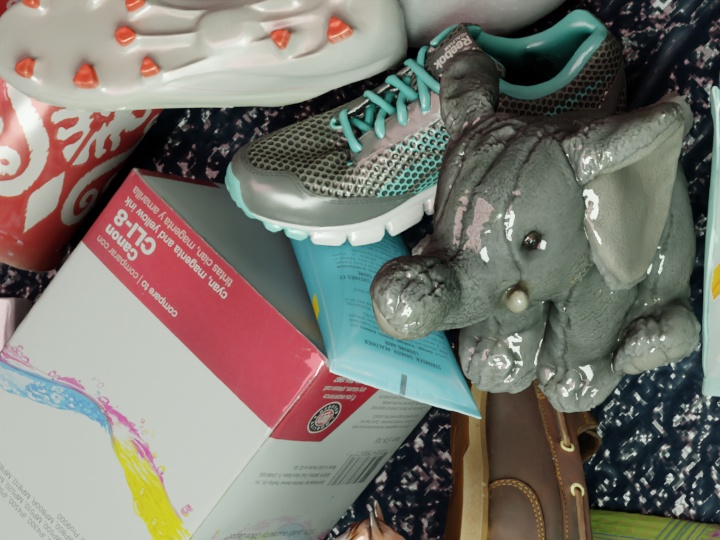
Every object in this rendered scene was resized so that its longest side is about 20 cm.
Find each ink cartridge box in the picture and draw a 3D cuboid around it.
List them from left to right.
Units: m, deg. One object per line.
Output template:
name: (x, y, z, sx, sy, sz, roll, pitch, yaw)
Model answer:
ink cartridge box: (-0.087, 0.076, 1.408, 0.145, 0.145, 0.200, 43, 105, 22)

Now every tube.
tube: (0.000, 0.000, 1.361, 0.200, 0.077, 0.050, -112, 41, -55)

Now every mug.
mug: (-0.160, -0.131, 1.462, 0.178, 0.133, 0.200, 45, 104, 20)

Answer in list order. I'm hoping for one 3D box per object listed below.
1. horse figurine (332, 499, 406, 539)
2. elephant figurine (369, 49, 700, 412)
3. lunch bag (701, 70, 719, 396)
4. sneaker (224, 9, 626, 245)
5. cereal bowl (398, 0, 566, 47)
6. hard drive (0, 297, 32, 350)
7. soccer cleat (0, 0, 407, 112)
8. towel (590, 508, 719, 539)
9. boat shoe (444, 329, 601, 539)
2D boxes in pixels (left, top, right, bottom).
horse figurine: (0.010, 0.209, 1.211, 0.133, 0.050, 0.200, -32, 82, 25)
elephant figurine: (0.077, -0.028, 1.234, 0.141, 0.200, 0.155, -19, 63, 8)
lunch bag: (0.247, -0.018, 1.269, 0.200, 0.122, 0.170, 4, 90, 20)
sneaker: (0.033, -0.074, 1.343, 0.200, 0.091, 0.078, -13, 43, -14)
cereal bowl: (0.021, -0.193, 1.363, 0.200, 0.083, 0.200, 11, 118, 22)
hard drive: (-0.238, 0.113, 1.545, 0.132, 0.027, 0.200, 2, 89, 26)
soccer cleat: (-0.075, -0.102, 1.365, 0.200, 0.078, 0.069, -3, 71, 17)
towel: (0.092, 0.160, 1.299, 0.144, 0.200, 0.023, 5, 113, 24)
boat shoe: (0.075, 0.079, 1.341, 0.070, 0.070, 0.200, 7, 47, -4)
